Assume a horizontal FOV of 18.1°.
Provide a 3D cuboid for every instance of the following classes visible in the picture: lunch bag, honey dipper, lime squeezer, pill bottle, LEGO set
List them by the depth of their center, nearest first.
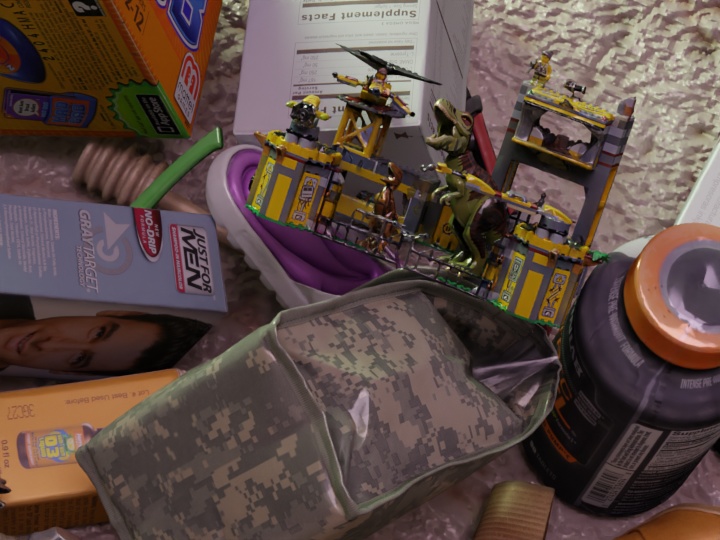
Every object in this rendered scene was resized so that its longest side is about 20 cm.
[{"bbox_3d":[0.049,-0.061,1.112,0.199,0.154,0.117,22,101,20],"label":"LEGO set"},{"bbox_3d":[-0.012,0.079,1.143,0.199,0.164,0.118,-15,78,-50],"label":"lunch bag"},{"bbox_3d":[0.155,0.049,1.198,0.105,0.200,0.107,4,64,-8],"label":"pill bottle"},{"bbox_3d":[-0.172,-0.031,1.266,0.198,0.038,0.071,-7,98,10],"label":"lime squeezer"},{"bbox_3d":[-0.073,-0.016,1.292,0.199,0.038,0.038,31,64,3],"label":"honey dipper"}]

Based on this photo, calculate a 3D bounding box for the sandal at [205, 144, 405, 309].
[{"bbox_3d":[-0.002,0.006,1.234,0.202,0.050,0.083,39,45,-21],"label":"sandal"}]

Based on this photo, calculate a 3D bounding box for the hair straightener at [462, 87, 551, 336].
[{"bbox_3d":[0.052,-0.044,1.317,0.076,0.041,0.202,-8,66,-12],"label":"hair straightener"}]

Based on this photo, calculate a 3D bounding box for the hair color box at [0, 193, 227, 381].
[{"bbox_3d":[-0.181,0.010,1.190,0.198,0.099,0.061,5,62,-30],"label":"hair color box"}]

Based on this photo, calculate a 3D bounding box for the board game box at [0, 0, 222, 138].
[{"bbox_3d":[-0.194,-0.210,1.241,0.198,0.200,0.202,2,62,16],"label":"board game box"}]

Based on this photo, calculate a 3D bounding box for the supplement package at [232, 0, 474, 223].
[{"bbox_3d":[0.001,-0.140,1.301,0.108,0.114,0.202,-2,62,14],"label":"supplement package"}]

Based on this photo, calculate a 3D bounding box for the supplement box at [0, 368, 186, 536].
[{"bbox_3d":[-0.186,0.104,1.199,0.198,0.069,0.067,-7,68,-10],"label":"supplement box"}]

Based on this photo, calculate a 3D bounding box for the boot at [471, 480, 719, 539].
[{"bbox_3d":[0.141,0.195,1.193,0.199,0.071,0.145,9,55,12],"label":"boot"}]

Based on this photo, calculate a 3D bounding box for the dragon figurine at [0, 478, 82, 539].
[{"bbox_3d":[-0.201,0.155,1.129,0.200,0.059,0.100,40,91,-18],"label":"dragon figurine"}]

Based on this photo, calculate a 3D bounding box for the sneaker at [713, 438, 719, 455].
[{"bbox_3d":[0.262,0.091,1.275,0.088,0.074,0.200,-28,72,-35],"label":"sneaker"}]

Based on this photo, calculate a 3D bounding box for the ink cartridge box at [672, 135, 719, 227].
[{"bbox_3d":[0.287,-0.012,1.312,0.199,0.084,0.146,28,64,6],"label":"ink cartridge box"}]
